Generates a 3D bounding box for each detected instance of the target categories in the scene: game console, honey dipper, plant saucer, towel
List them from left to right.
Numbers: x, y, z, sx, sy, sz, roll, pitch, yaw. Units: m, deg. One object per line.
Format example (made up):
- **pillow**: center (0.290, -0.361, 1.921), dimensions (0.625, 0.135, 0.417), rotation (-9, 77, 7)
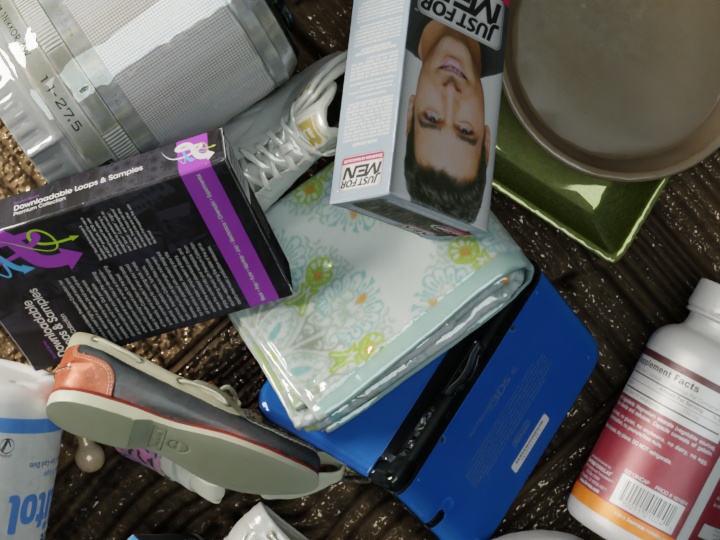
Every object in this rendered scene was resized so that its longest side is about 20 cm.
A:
- **honey dipper**: center (-0.220, 0.052, 1.243), dimensions (0.038, 0.038, 0.201), rotation (-13, 97, -4)
- **towel**: center (0.000, 0.000, 1.208), dimensions (0.200, 0.048, 0.171), rotation (-35, 59, -1)
- **game console**: center (0.054, 0.080, 1.251), dimensions (0.200, 0.118, 0.171), rotation (-55, 128, -17)
- **plant saucer**: center (0.152, -0.141, 1.248), dimensions (0.199, 0.048, 0.200), rotation (32, 88, -7)
- **plant saucer**: center (0.191, -0.163, 1.214), dimensions (0.199, 0.029, 0.202), rotation (0, 92, -7)

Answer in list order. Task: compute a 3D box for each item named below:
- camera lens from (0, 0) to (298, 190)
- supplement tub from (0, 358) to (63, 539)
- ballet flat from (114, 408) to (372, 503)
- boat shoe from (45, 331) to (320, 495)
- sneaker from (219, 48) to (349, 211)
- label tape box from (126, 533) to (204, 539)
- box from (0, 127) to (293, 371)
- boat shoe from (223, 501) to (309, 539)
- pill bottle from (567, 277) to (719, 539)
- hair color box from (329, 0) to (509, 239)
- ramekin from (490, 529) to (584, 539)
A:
- **camera lens**: center (-0.155, -0.157, 1.169), dimensions (0.199, 0.160, 0.160), rotation (-34, 97, -1)
- **supplement tub**: center (-0.285, 0.166, 1.199), dimensions (0.131, 0.132, 0.201), rotation (9, 95, -6)
- **ballet flat**: center (-0.082, 0.135, 1.240), dimensions (0.199, 0.071, 0.069), rotation (-1, 140, -8)
- **boat shoe**: center (-0.118, 0.101, 1.179), dimensions (0.199, 0.071, 0.063), rotation (19, 53, -9)
- **sneaker**: center (-0.056, -0.091, 1.187), dimensions (0.200, 0.116, 0.074), rotation (-43, 100, -12)
- **label tape box**: center (-0.112, 0.250, 1.166), dimensions (0.144, 0.200, 0.063), rotation (39, 92, 16)
- **box**: center (-0.162, -0.010, 1.155), dimensions (0.199, 0.036, 0.143), rotation (-17, 137, 6)
- **boat shoe**: center (-0.013, 0.237, 1.249), dimensions (0.200, 0.071, 0.070), rotation (36, 93, -16)
- **pill bottle**: center (0.244, 0.114, 1.250), dimensions (0.112, 0.113, 0.201), rotation (27, 92, -7)
- **hair color box**: center (0.043, -0.131, 1.145), dimensions (0.099, 0.060, 0.201), rotation (18, 73, -42)
- **ramekin**: center (0.126, 0.297, 1.228), dimensions (0.201, 0.094, 0.204), rotation (-10, 115, -21)
